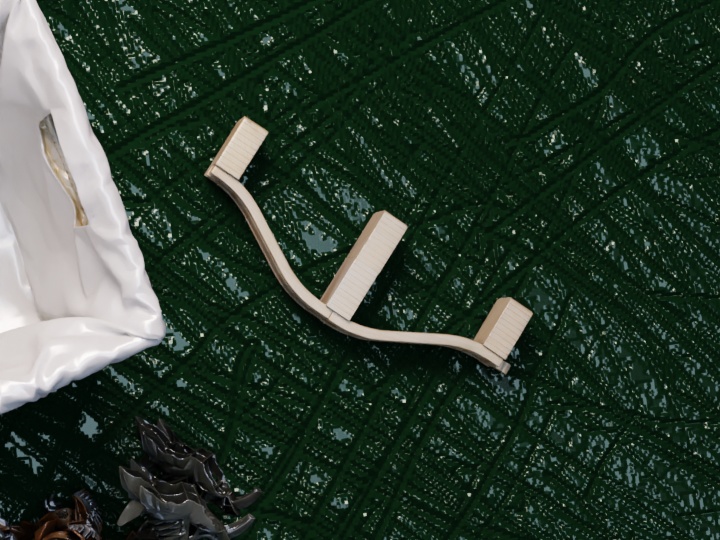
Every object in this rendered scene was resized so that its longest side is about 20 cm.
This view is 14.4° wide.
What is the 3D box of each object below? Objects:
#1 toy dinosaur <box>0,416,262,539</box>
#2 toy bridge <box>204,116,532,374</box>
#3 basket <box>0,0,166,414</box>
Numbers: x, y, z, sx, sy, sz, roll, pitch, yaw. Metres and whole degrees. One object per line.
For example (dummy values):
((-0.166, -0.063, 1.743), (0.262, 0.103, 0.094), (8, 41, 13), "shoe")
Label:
((-0.118, 0.157, 1.472), (0.199, 0.102, 0.136), (21, 104, -27), "toy dinosaur")
((0.000, 0.000, 1.538), (0.200, 0.027, 0.067), (34, 80, -11), "toy bridge")
((-0.231, -0.015, 1.403), (0.199, 0.161, 0.199), (-23, 92, -17), "basket")
